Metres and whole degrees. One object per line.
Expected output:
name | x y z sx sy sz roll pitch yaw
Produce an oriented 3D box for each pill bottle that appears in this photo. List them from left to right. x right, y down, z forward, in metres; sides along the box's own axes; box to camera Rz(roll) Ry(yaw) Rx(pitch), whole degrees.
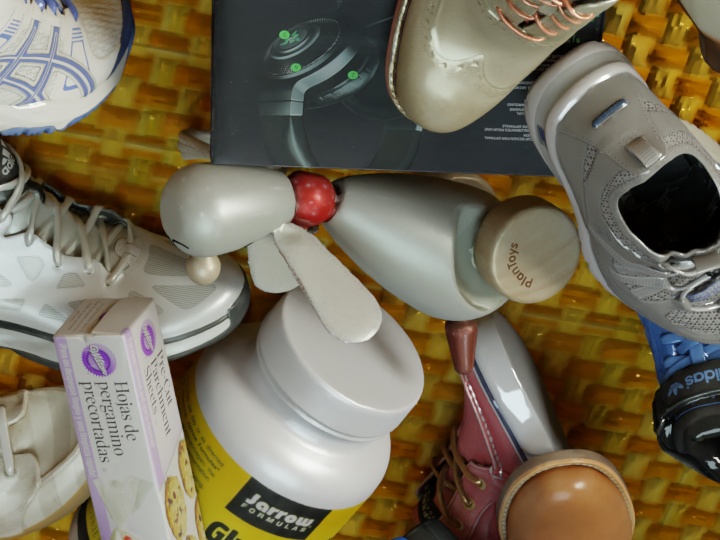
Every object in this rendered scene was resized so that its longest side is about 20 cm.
pill bottle | -0.057 0.100 1.398 0.112 0.113 0.200 25 126 -20

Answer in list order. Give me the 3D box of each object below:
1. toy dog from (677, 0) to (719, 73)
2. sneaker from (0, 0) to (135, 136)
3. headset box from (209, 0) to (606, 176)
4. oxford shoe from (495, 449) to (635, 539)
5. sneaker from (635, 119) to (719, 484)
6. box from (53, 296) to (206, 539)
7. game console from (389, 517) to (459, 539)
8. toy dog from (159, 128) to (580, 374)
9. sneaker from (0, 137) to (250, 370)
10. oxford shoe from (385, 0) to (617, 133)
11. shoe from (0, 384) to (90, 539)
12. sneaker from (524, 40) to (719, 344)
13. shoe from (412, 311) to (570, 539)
toy dog | 0.225 -0.146 1.144 0.199 0.194 0.140 -10 142 0
sneaker | -0.160 -0.107 1.183 0.075 0.200 0.088 39 126 19
headset box | 0.021 -0.136 1.208 0.174 0.093 0.200 1 131 -2
oxford shoe | 0.111 0.167 1.407 0.071 0.071 0.200 -8 137 0
sneaker | 0.168 0.024 1.335 0.077 0.111 0.200 -16 129 13
box | -0.105 0.110 1.330 0.039 0.041 0.200 -1 115 20
game console | 0.054 0.236 1.377 0.118 0.200 0.171 -31 158 -30
toy dog | 0.000 0.000 1.287 0.199 0.132 0.097 7 101 -8
sneaker | -0.154 -0.017 1.321 0.200 0.076 0.116 2 132 1
oxford shoe | 0.070 -0.123 1.111 0.071 0.074 0.200 20 127 -19
shoe | -0.212 0.112 1.429 0.200 0.070 0.053 -25 159 22
sneaker | 0.137 -0.014 1.219 0.075 0.082 0.200 -40 137 5
shoe | 0.065 0.108 1.432 0.091 0.072 0.200 -19 133 9
